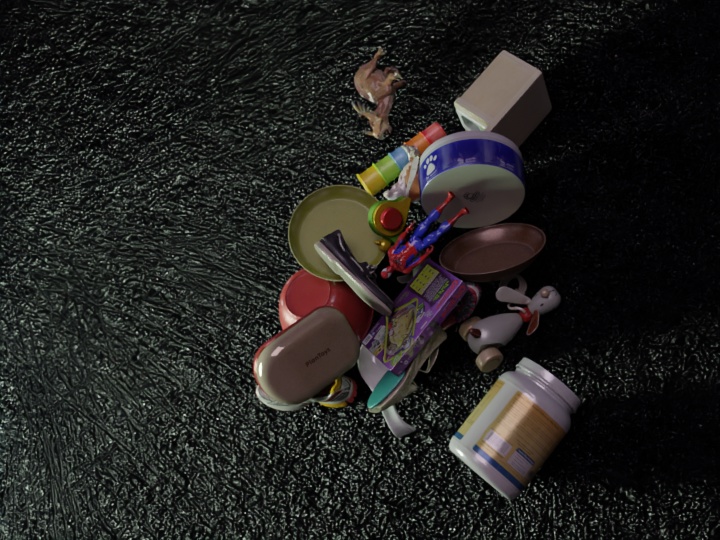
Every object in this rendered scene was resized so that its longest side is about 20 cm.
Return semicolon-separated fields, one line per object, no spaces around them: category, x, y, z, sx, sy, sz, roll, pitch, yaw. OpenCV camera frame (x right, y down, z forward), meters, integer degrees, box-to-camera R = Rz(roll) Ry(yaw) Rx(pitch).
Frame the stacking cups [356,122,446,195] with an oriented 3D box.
stacking cups;0.087;-0.233;1.847;0.199;0.061;0.061;-37;58;-2

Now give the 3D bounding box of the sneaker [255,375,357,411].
sneaker;-0.110;0.218;1.699;0.198;0.082;0.079;-8;64;19

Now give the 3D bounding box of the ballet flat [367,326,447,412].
ballet flat;0.090;0.179;1.585;0.201;0.062;0.067;-55;22;-8

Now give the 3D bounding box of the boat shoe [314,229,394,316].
boat shoe;0.000;0.000;1.638;0.063;0.073;0.200;-41;68;-13

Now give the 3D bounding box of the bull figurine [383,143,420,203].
bull figurine;0.138;-0.197;1.786;0.198;0.065;0.123;-11;105;8

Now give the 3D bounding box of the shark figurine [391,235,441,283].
shark figurine;0.090;-0.034;1.725;0.128;0.090;0.214;-34;40;-17

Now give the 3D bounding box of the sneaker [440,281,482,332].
sneaker;0.144;0.086;1.657;0.199;0.075;0.081;-30;91;30

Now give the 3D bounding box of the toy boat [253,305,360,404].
toy boat;-0.107;0.152;1.641;0.199;0.131;0.131;-34;15;-15

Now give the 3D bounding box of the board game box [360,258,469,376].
board game box;0.095;0.081;1.591;0.200;0.032;0.120;-51;30;0

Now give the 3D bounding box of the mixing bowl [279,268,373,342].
mixing bowl;-0.082;0.066;1.744;0.198;0.108;0.202;-8;64;17

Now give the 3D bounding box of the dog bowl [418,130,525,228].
dog bowl;0.208;-0.167;1.673;0.198;0.200;0.079;-11;55;17

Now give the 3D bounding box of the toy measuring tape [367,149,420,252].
toy measuring tape;0.058;-0.135;1.672;0.073;0.073;0.202;14;91;27

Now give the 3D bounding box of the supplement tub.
supplement tub;0.259;0.262;1.492;0.144;0.145;0.200;37;84;31

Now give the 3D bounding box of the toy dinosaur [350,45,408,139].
toy dinosaur;0.026;-0.393;1.929;0.135;0.086;0.201;-36;53;11

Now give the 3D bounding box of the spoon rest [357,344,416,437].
spoon rest;0.050;0.204;1.650;0.099;0.061;0.202;-28;60;20

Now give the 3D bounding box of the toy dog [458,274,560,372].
toy dog;0.259;0.086;1.601;0.131;0.096;0.201;33;82;30

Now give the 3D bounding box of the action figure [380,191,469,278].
action figure;0.109;-0.056;1.639;0.065;0.052;0.200;45;105;1

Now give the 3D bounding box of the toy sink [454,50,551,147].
toy sink;0.265;-0.306;1.762;0.112;0.130;0.200;39;86;31

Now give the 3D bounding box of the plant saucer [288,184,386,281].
plant saucer;-0.040;-0.069;1.720;0.198;0.031;0.202;0;69;1

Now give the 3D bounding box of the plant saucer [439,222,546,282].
plant saucer;0.245;-0.028;1.648;0.198;0.037;0.201;-14;24;6
